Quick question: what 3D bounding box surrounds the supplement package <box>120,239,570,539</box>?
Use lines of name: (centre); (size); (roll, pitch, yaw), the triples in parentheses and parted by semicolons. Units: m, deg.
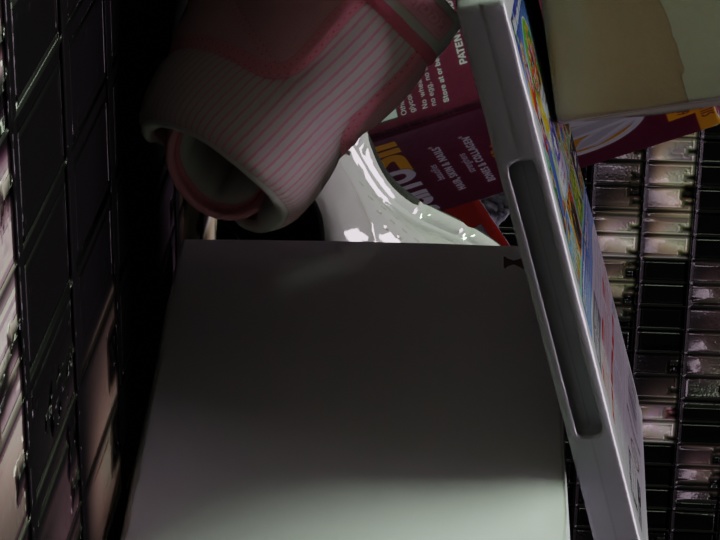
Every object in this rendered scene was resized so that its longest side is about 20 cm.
supplement package: (-0.002, 0.123, 0.821); (0.192, 0.146, 0.201); (-85, 176, -58)

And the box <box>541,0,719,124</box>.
box: (0.098, -0.156, 0.784); (0.095, 0.077, 0.201); (-14, 97, -78)

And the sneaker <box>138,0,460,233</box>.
sneaker: (-0.042, -0.078, 0.781); (0.105, 0.075, 0.200); (-52, -155, 1)

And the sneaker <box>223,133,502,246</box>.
sneaker: (0.000, 0.000, 0.924); (0.200, 0.074, 0.080); (43, 38, -19)

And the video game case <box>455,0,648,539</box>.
video game case: (0.069, -0.013, 0.776); (0.143, 0.018, 0.201); (-71, 147, -71)

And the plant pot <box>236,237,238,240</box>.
plant pot: (-0.021, 0.014, 1.084); (0.200, 0.027, 0.201); (-16, 90, -78)

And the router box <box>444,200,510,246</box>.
router box: (0.016, -0.030, 1.231); (0.180, 0.049, 0.200); (57, -10, 20)

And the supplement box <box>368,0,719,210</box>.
supplement box: (0.055, -0.093, 1.022); (0.110, 0.199, 0.086); (47, 28, -67)

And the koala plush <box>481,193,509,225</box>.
koala plush: (0.037, -0.119, 1.476); (0.201, 0.176, 0.185); (-85, -172, -54)
